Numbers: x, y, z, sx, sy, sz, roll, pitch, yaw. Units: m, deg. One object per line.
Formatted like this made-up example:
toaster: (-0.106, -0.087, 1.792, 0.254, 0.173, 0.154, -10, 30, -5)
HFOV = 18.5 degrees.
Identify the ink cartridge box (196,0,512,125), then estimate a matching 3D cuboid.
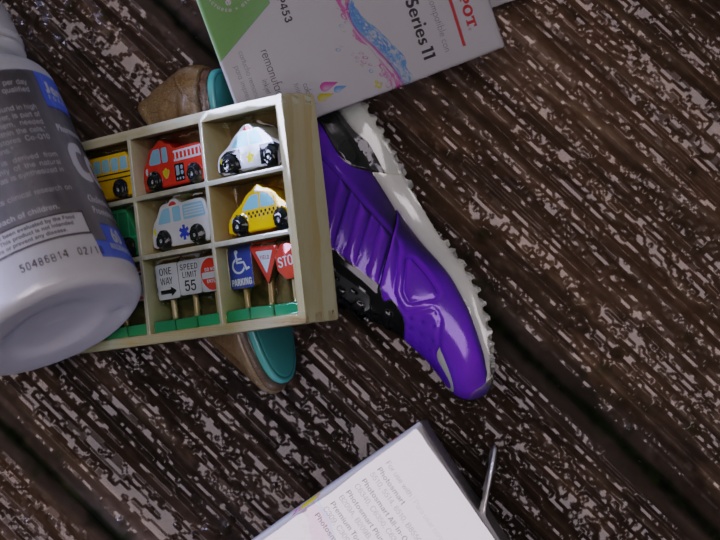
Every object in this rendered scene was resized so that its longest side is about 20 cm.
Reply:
ink cartridge box: (0.007, -0.168, 1.267, 0.199, 0.067, 0.118, -21, 114, -1)

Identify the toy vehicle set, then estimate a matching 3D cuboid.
toy vehicle set: (-0.097, -0.023, 1.266, 0.199, 0.026, 0.125, -9, 87, 44)

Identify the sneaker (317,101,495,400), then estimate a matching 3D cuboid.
sneaker: (0.000, 0.000, 1.293, 0.099, 0.070, 0.201, -28, 77, -12)

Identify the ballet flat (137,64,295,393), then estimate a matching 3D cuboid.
ballet flat: (-0.093, -0.020, 1.315, 0.072, 0.068, 0.202, -15, 86, 23)

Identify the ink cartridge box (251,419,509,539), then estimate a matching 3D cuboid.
ink cartridge box: (0.011, 0.178, 1.262, 0.199, 0.129, 0.126, -35, 86, 2)

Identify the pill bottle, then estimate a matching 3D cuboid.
pill bottle: (-0.212, -0.052, 1.278, 0.113, 0.114, 0.201, -26, 71, 2)
